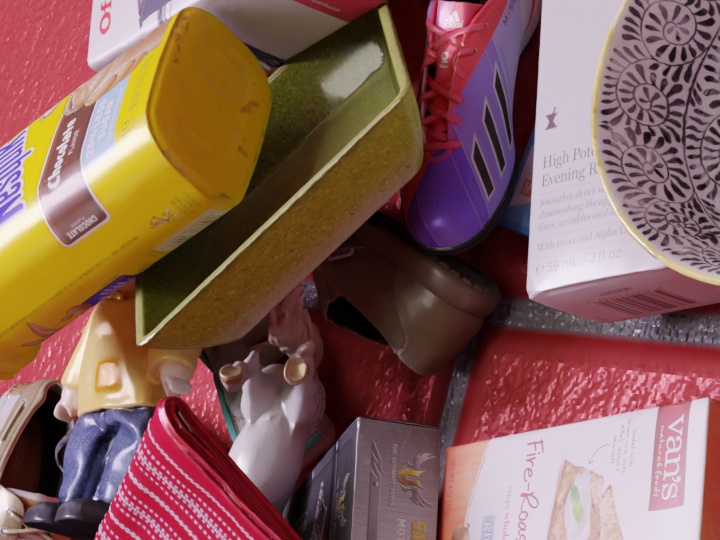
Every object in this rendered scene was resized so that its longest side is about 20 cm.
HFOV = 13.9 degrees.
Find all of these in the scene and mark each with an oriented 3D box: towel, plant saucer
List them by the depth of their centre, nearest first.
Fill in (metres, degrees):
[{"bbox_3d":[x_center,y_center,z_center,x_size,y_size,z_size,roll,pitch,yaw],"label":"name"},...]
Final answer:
[{"bbox_3d":[-0.085,0.169,1.550,0.145,0.022,0.200,48,142,16],"label":"towel"},{"bbox_3d":[-0.038,-0.049,1.604,0.200,0.048,0.200,-43,20,13],"label":"plant saucer"}]

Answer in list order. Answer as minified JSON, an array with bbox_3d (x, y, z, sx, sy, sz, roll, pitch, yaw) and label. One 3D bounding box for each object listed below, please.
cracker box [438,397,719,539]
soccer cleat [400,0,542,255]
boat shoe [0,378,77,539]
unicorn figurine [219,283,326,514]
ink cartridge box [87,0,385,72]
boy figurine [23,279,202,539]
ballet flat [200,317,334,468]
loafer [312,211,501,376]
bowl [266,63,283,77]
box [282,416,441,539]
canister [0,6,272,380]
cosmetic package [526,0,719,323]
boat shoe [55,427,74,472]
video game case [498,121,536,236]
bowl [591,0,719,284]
[{"bbox_3d":[0.117,0.144,1.444,0.200,0.057,0.135,-16,62,50],"label":"cracker box"},{"bbox_3d":[0.054,-0.104,1.607,0.068,0.073,0.201,2,61,22],"label":"soccer cleat"},{"bbox_3d":[-0.222,0.162,1.900,0.068,0.074,0.201,-36,46,48],"label":"boat shoe"},{"bbox_3d":[-0.064,0.115,1.604,0.200,0.074,0.137,-55,-11,-11],"label":"unicorn figurine"},{"bbox_3d":[-0.065,-0.197,1.677,0.200,0.084,0.146,-26,53,47],"label":"ink cartridge box"},{"bbox_3d":[-0.134,0.056,1.702,0.124,0.064,0.201,-5,70,53],"label":"boy figurine"},{"bbox_3d":[-0.065,0.051,1.746,0.064,0.067,0.200,-35,41,2],"label":"ballet flat"},{"bbox_3d":[0.000,0.000,1.665,0.068,0.076,0.200,-61,34,3],"label":"loafer"},{"bbox_3d":[-0.043,-0.177,1.796,0.200,0.094,0.202,-31,50,44],"label":"bowl"},{"bbox_3d":[-0.006,0.196,1.552,0.158,0.048,0.201,128,149,-62],"label":"box"},{"bbox_3d":[-0.149,-0.043,1.628,0.200,0.087,0.149,-34,25,30],"label":"canister"},{"bbox_3d":[0.144,-0.082,1.473,0.101,0.074,0.201,-13,68,43],"label":"cosmetic package"},{"bbox_3d":[-0.128,0.120,1.769,0.065,0.072,0.200,-33,20,-17],"label":"boat shoe"},{"bbox_3d":[0.151,-0.102,1.553,0.143,0.018,0.201,23,93,56],"label":"video game case"},{"bbox_3d":[0.215,-0.074,1.350,0.200,0.094,0.202,-16,62,33],"label":"bowl"}]
